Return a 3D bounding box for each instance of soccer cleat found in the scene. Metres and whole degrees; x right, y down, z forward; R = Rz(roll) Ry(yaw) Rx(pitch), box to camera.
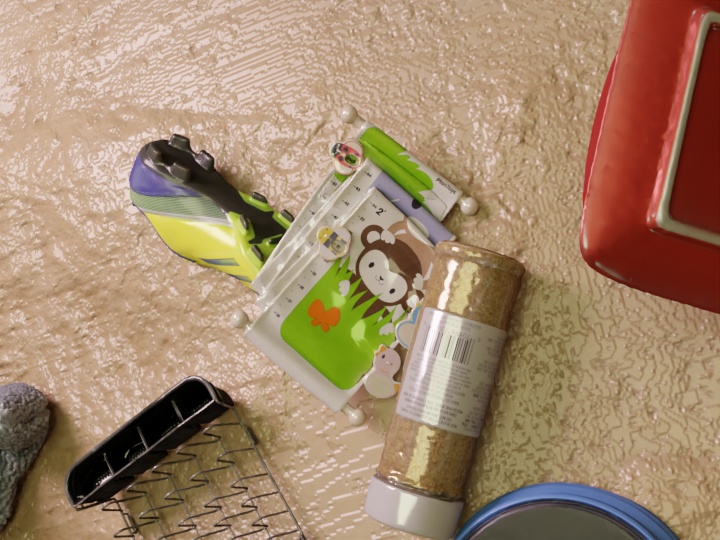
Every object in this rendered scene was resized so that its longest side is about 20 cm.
[{"bbox_3d":[-0.108,-0.025,0.901,0.200,0.065,0.084,41,130,18],"label":"soccer cleat"}]

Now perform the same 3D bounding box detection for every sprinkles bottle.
[{"bbox_3d":[0.060,0.083,0.799,0.068,0.068,0.202,15,88,24],"label":"sprinkles bottle"}]

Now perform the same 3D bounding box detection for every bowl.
[{"bbox_3d":[0.136,0.245,0.758,0.199,0.039,0.203,-3,81,22],"label":"bowl"}]

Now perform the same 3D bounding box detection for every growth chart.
[{"bbox_3d":[0.000,0.000,0.836,0.144,0.018,0.201,31,88,-3],"label":"growth chart"}]

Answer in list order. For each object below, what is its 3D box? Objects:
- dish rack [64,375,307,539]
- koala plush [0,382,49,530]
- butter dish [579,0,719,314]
[{"bbox_3d":[-0.122,0.201,0.866,0.153,0.054,0.201,-37,70,15],"label":"dish rack"},{"bbox_3d":[-0.388,0.156,0.904,0.176,0.200,0.186,18,89,24],"label":"koala plush"},{"bbox_3d":[0.216,-0.072,0.723,0.198,0.148,0.202,15,85,-16],"label":"butter dish"}]
